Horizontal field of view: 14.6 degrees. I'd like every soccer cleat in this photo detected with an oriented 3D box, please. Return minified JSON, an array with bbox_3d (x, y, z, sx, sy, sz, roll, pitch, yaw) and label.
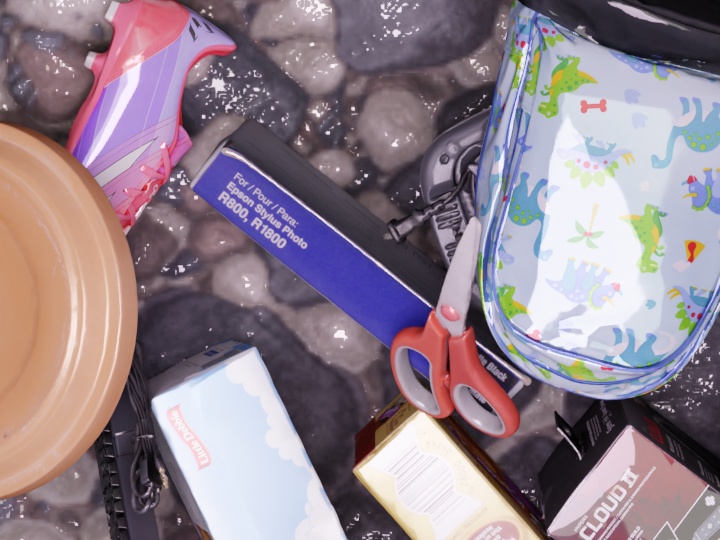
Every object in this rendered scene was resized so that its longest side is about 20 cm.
[{"bbox_3d":[-0.135,-0.053,1.541,0.076,0.067,0.201,21,93,-5],"label":"soccer cleat"}]

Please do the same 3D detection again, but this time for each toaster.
[{"bbox_3d":[0.109,-0.044,1.505,0.199,0.129,0.114,-20,94,2],"label":"toaster"}]

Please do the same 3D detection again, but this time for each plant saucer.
[{"bbox_3d":[-0.208,0.021,1.468,0.199,0.032,0.202,-1,88,28],"label":"plant saucer"}]

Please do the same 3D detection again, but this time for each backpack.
[{"bbox_3d":[0.127,-0.039,1.382,0.162,0.154,0.201,18,112,-7],"label":"backpack"}]

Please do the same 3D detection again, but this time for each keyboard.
[{"bbox_3d":[-0.125,0.097,1.481,0.020,0.127,0.201,-3,53,-17],"label":"keyboard"}]

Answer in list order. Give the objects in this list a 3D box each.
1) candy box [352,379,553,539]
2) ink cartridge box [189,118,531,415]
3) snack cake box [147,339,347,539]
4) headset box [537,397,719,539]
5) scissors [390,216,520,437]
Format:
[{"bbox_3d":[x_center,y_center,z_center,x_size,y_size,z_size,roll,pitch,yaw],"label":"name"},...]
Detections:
[{"bbox_3d":[0.079,0.157,1.532,0.056,0.117,0.200,-43,93,4],"label":"candy box"},{"bbox_3d":[0.000,0.000,1.475,0.199,0.200,0.041,38,96,-2],"label":"ink cartridge box"},{"bbox_3d":[-0.050,0.142,1.527,0.067,0.115,0.201,-26,95,-10],"label":"snack cake box"},{"bbox_3d":[0.180,0.144,1.513,0.200,0.149,0.077,38,96,-2],"label":"headset box"},{"bbox_3d":[0.038,0.022,1.358,0.073,0.200,0.014,26,64,25],"label":"scissors"}]
